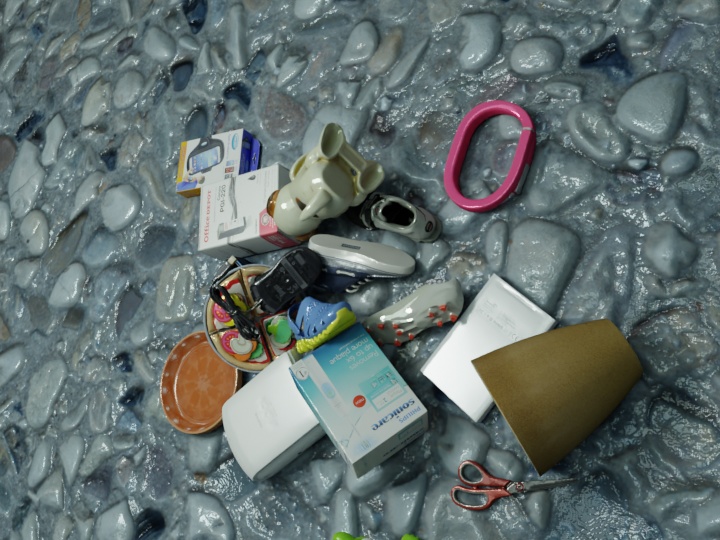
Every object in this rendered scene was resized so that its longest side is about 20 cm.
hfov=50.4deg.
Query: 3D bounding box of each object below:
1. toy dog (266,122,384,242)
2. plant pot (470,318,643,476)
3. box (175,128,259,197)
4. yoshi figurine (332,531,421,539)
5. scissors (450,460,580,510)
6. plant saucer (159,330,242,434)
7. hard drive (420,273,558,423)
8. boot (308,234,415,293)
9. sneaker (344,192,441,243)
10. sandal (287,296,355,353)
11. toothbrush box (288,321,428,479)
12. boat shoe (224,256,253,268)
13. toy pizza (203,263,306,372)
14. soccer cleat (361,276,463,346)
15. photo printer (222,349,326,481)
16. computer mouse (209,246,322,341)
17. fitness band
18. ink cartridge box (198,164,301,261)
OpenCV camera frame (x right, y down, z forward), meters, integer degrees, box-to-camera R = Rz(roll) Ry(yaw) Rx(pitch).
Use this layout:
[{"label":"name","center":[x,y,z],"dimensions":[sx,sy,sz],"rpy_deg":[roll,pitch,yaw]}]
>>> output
[{"label":"toy dog","center":[-0.077,-0.128,1.367],"dimensions":[0.200,0.139,0.195],"rpy_deg":[-32,33,48]},{"label":"plant pot","center":[0.289,0.160,1.084],"dimensions":[0.199,0.186,0.187],"rpy_deg":[-31,61,4]},{"label":"box","center":[-0.304,-0.229,1.629],"dimensions":[0.199,0.041,0.120],"rpy_deg":[-7,72,32]},{"label":"yoshi figurine","center":[0.045,0.469,1.190],"dimensions":[0.199,0.112,0.112],"rpy_deg":[24,129,20]},{"label":"scissors","center":[0.230,0.334,1.152],"dimensions":[0.199,0.014,0.074],"rpy_deg":[1,74,30]},{"label":"plant saucer","center":[-0.311,0.219,1.502],"dimensions":[0.199,0.032,0.202],"rpy_deg":[-10,70,29]},{"label":"hard drive","center":[0.203,0.123,1.222],"dimensions":[0.132,0.025,0.200],"rpy_deg":[41,98,33]},{"label":"boot","center":[0.000,0.000,1.367],"dimensions":[0.199,0.073,0.091],"rpy_deg":[15,120,19]},{"label":"sneaker","center":[0.042,-0.107,1.354],"dimensions":[0.199,0.088,0.075],"rpy_deg":[15,85,35]},{"label":"sandal","center":[-0.077,0.084,1.313],"dimensions":[0.087,0.079,0.200],"rpy_deg":[63,148,3]},{"label":"toothbrush box","center":[-0.003,0.210,1.251],"dimensions":[0.146,0.085,0.200],"rpy_deg":[-31,61,-12]},{"label":"boat shoe","center":[-0.213,0.058,1.467],"dimensions":[0.084,0.069,0.200],"rpy_deg":[-45,61,10]},{"label":"toy pizza","center":[-0.191,0.089,1.401],"dimensions":[0.199,0.032,0.202],"rpy_deg":[0,93,1]},{"label":"soccer cleat","center":[0.089,0.071,1.291],"dimensions":[0.199,0.069,0.078],"rpy_deg":[-22,35,32]},{"label":"photo printer","center":[-0.156,0.265,1.370],"dimensions":[0.200,0.069,0.167],"rpy_deg":[-40,59,15]},{"label":"computer mouse","center":[-0.171,0.014,1.365],"dimensions":[0.140,0.046,0.200],"rpy_deg":[45,96,0]},{"label":"fitness band","center":[0.218,-0.195,1.303],"dimensions":[0.143,0.037,0.201],"rpy_deg":[15,82,34]},{"label":"ink cartridge box","center":[-0.220,-0.112,1.516],"dimensions":[0.199,0.085,0.147],"rpy_deg":[-12,69,30]}]
